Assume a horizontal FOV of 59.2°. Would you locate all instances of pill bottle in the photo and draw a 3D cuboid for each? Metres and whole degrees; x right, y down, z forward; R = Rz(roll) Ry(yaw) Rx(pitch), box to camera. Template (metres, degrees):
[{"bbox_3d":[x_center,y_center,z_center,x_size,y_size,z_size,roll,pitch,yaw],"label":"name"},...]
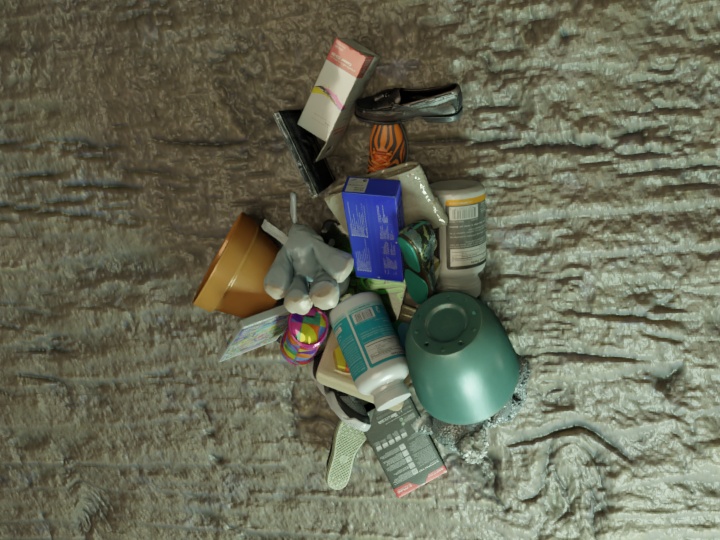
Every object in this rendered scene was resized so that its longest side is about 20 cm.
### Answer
[{"bbox_3d":[0.023,0.151,1.179,0.110,0.110,0.204,-32,68,22],"label":"pill bottle"},{"bbox_3d":[0.172,-0.056,1.160,0.113,0.117,0.206,1,108,14],"label":"pill bottle"}]

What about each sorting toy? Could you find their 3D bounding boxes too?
[{"bbox_3d":[0.025,0.151,1.254,0.181,0.037,0.204,18,74,8],"label":"sorting toy"}]

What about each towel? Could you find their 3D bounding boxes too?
[{"bbox_3d":[0.044,-0.110,1.101,0.196,0.035,0.133,-11,132,32],"label":"towel"}]

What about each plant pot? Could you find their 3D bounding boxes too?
[{"bbox_3d":[-0.224,0.008,1.256,0.138,0.201,0.202,29,114,-15],"label":"plant pot"},{"bbox_3d":[0.165,0.134,1.096,0.195,0.204,0.162,-10,138,17],"label":"plant pot"}]

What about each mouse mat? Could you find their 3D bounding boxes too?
[{"bbox_3d":[0.000,0.000,1.260,0.195,0.008,0.165,15,95,9],"label":"mouse mat"}]

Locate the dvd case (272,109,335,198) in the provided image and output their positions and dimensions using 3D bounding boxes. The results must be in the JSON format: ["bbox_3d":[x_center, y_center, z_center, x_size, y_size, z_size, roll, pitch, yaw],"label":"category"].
[{"bbox_3d":[-0.097,-0.214,1.135,0.016,0.200,0.152,-23,101,12],"label":"dvd case"}]

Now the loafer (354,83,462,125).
[{"bbox_3d":[0.084,-0.303,1.122,0.194,0.073,0.064,1,141,7],"label":"loafer"}]

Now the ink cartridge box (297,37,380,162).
[{"bbox_3d":[-0.047,-0.305,1.137,0.066,0.117,0.203,30,111,4],"label":"ink cartridge box"}]

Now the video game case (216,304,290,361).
[{"bbox_3d":[-0.198,0.120,1.259,0.018,0.141,0.200,62,146,14],"label":"video game case"}]

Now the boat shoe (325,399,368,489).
[{"bbox_3d":[-0.029,0.372,1.379,0.073,0.062,0.205,17,97,-10],"label":"boat shoe"}]

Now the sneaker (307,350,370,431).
[{"bbox_3d":[-0.023,0.220,1.288,0.114,0.075,0.200,-50,55,11],"label":"sneaker"}]

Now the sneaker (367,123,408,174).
[{"bbox_3d":[0.040,-0.177,1.157,0.075,0.112,0.206,5,109,13],"label":"sneaker"}]

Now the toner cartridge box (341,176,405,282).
[{"bbox_3d":[0.028,-0.067,1.095,0.092,0.044,0.203,8,139,16],"label":"toner cartridge box"}]

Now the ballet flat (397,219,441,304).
[{"bbox_3d":[0.111,-0.014,1.096,0.072,0.076,0.202,5,149,13],"label":"ballet flat"}]

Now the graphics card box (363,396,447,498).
[{"bbox_3d":[0.085,0.357,1.333,0.123,0.051,0.203,-28,101,3],"label":"graphics card box"}]

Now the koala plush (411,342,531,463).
[{"bbox_3d":[0.205,0.258,1.188,0.175,0.200,0.187,20,140,36],"label":"koala plush"}]

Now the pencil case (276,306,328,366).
[{"bbox_3d":[-0.114,0.129,1.248,0.086,0.200,0.091,4,72,-12],"label":"pencil case"}]

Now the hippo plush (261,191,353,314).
[{"bbox_3d":[-0.101,-0.001,1.189,0.159,0.161,0.200,-44,77,-3],"label":"hippo plush"}]
